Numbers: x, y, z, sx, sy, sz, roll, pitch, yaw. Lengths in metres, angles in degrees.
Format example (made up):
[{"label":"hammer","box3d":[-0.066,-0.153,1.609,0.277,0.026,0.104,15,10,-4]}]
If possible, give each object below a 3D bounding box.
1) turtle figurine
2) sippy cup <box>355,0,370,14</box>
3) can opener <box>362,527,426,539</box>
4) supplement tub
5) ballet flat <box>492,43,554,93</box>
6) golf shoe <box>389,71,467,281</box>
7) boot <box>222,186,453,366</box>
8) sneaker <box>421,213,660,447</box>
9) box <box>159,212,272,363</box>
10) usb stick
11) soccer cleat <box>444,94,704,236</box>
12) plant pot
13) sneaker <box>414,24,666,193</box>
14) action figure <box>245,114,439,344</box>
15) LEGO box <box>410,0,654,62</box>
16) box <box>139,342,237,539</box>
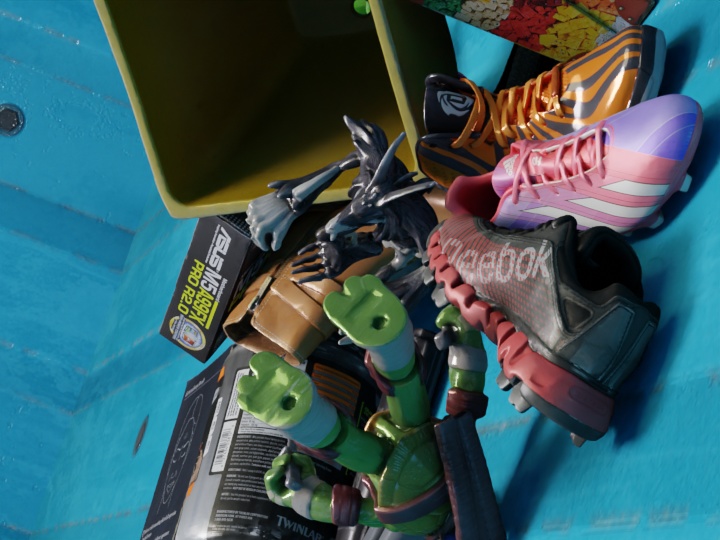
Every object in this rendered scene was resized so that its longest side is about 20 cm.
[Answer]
[{"label":"turtle figurine","box3d":[0.000,0.071,1.215,0.194,0.144,0.200,55,-154,-53]},{"label":"sippy cup","box3d":[-0.002,-0.123,1.728,0.140,0.178,0.130,-24,33,2]},{"label":"can opener","box3d":[-0.001,0.194,1.348,0.200,0.066,0.053,-58,19,24]},{"label":"supplement tub","box3d":[-0.053,0.131,1.520,0.123,0.122,0.200,131,157,-58]},{"label":"ballet flat","box3d":[0.104,-0.134,1.456,0.067,0.046,0.200,-90,24,-60]},{"label":"golf shoe","box3d":[0.035,-0.063,1.581,0.092,0.075,0.200,-37,35,61]},{"label":"boot","box3d":[0.000,0.000,1.457,0.155,0.074,0.200,-50,21,-22]},{"label":"sneaker","box3d":[0.099,0.009,1.145,0.098,0.071,0.200,-54,30,10]},{"label":"box","box3d":[-0.063,-0.046,1.567,0.200,0.044,0.160,-51,-8,-39]},{"label":"usb stick","box3d":[0.014,0.137,1.436,0.055,0.033,0.200,135,153,-77]},{"label":"soccer cleat","box3d":[0.118,-0.052,1.182,0.200,0.076,0.067,-34,37,63]},{"label":"plant pot","box3d":[-0.036,-0.172,1.435,0.200,0.194,0.196,-56,-45,-55]},{"label":"sneaker","box3d":[0.096,-0.090,1.265,0.200,0.112,0.078,127,159,-52]},{"label":"action figure","box3d":[-0.001,-0.014,1.305,0.102,0.119,0.200,-35,-14,-13]},{"label":"LEGO box","box3d":[0.111,-0.242,1.361,0.077,0.149,0.200,125,161,-49]},{"label":"box","box3d":[-0.098,0.178,1.669,0.148,0.107,0.200,141,147,-67]}]
